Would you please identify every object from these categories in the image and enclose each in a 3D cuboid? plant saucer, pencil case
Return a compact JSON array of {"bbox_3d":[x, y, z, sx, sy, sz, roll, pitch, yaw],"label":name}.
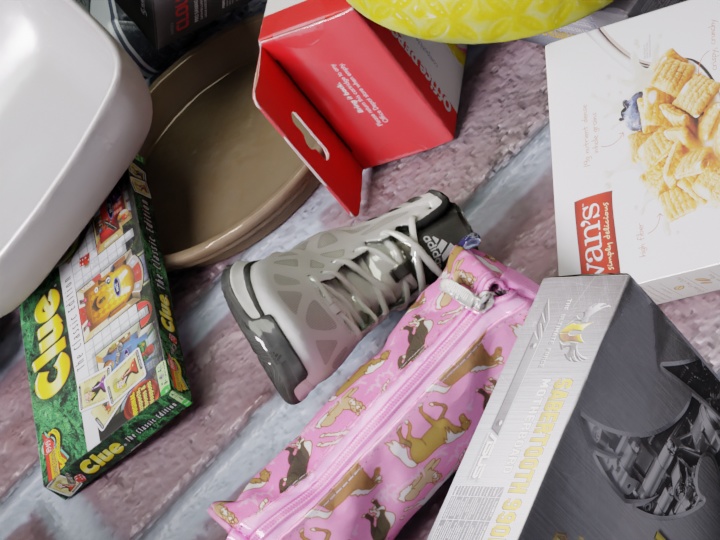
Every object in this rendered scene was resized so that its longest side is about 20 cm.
[{"bbox_3d":[-0.081,-0.077,1.541,0.200,0.029,0.200,-25,40,24],"label":"plant saucer"},{"bbox_3d":[0.016,0.078,1.241,0.200,0.087,0.083,-47,31,-3],"label":"pencil case"}]

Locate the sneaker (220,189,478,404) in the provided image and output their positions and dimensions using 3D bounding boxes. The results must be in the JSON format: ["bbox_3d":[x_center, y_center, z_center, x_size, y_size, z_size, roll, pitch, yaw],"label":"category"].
[{"bbox_3d":[0.000,0.000,1.298,0.115,0.076,0.201,-29,7,11],"label":"sneaker"}]

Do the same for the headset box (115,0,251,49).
[{"bbox_3d":[-0.081,-0.235,1.538,0.200,0.149,0.075,-29,63,-18],"label":"headset box"}]

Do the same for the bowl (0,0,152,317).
[{"bbox_3d":[-0.216,-0.073,1.521,0.200,0.075,0.200,-53,45,3],"label":"bowl"}]

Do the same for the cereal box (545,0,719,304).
[{"bbox_3d":[0.185,-0.067,1.230,0.200,0.039,0.144,-15,66,32],"label":"cereal box"}]

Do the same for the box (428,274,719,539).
[{"bbox_3d":[0.099,0.127,1.040,0.048,0.158,0.200,-2,52,43],"label":"box"}]

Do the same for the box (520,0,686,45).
[{"bbox_3d":[0.162,-0.214,1.430,0.158,0.048,0.200,19,68,49],"label":"box"}]

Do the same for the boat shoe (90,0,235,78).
[{"bbox_3d":[-0.132,-0.213,1.689,0.091,0.071,0.201,-28,44,16],"label":"boat shoe"}]

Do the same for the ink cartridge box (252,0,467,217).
[{"bbox_3d":[0.006,-0.144,1.451,0.067,0.116,0.200,-17,44,28],"label":"ink cartridge box"}]

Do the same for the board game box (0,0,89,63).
[{"bbox_3d":[-0.247,-0.150,1.710,0.148,0.064,0.200,-50,30,28],"label":"board game box"}]

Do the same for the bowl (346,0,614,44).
[{"bbox_3d":[0.066,-0.227,1.348,0.199,0.108,0.201,-8,49,9],"label":"bowl"}]

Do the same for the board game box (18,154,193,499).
[{"bbox_3d":[-0.155,0.028,1.481,0.105,0.023,0.200,-40,42,23],"label":"board game box"}]
